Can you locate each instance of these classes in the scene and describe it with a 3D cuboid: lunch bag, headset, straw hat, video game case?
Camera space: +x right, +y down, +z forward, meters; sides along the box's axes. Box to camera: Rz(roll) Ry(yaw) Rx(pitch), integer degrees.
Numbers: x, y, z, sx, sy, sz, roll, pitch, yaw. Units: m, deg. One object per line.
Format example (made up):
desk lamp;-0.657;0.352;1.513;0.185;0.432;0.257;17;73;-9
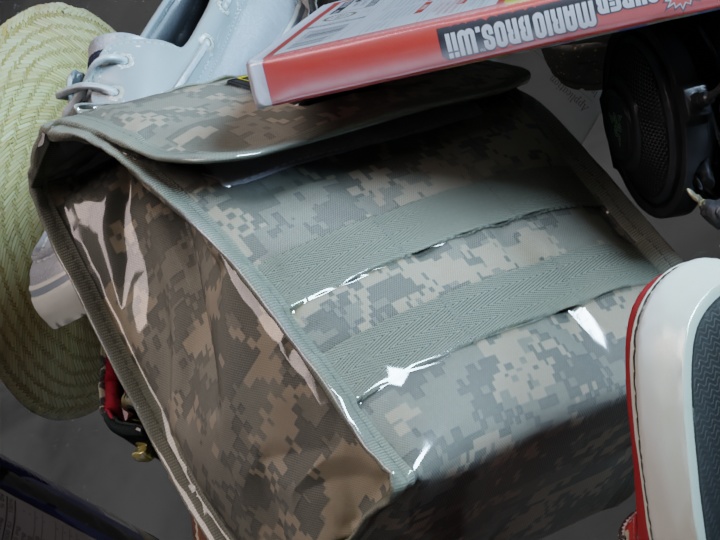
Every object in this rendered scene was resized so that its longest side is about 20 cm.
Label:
lunch bag;0.000;0.000;0.719;0.200;0.163;0.118;52;137;25
headset;0.136;-0.044;0.675;0.122;0.200;0.095;-12;88;16
straw hat;-0.097;-0.025;0.955;0.084;0.201;0.202;2;61;23
video game case;0.072;-0.092;0.692;0.198;0.018;0.143;-12;12;12

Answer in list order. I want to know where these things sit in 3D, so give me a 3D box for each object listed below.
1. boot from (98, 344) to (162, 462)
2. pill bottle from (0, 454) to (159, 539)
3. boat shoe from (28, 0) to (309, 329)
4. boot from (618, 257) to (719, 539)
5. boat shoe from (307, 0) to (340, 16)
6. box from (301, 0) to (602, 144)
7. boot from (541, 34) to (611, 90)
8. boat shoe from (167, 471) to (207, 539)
boot;-0.023;0.094;0.766;0.073;0.153;0.204;-42;34;26
pill bottle;-0.177;0.126;0.887;0.111;0.200;0.113;-29;43;32
boat shoe;-0.083;-0.060;0.816;0.070;0.072;0.201;-23;25;40
boot;0.083;0.091;0.642;0.072;0.202;0.144;-23;18;-32
boat shoe;0.019;-0.179;0.854;0.068;0.056;0.201;4;65;50
box;0.035;-0.098;0.904;0.124;0.097;0.201;24;81;54
boot;0.131;-0.138;0.769;0.198;0.131;0.068;-11;46;24
boat shoe;-0.044;0.075;0.890;0.072;0.076;0.201;-36;32;33
